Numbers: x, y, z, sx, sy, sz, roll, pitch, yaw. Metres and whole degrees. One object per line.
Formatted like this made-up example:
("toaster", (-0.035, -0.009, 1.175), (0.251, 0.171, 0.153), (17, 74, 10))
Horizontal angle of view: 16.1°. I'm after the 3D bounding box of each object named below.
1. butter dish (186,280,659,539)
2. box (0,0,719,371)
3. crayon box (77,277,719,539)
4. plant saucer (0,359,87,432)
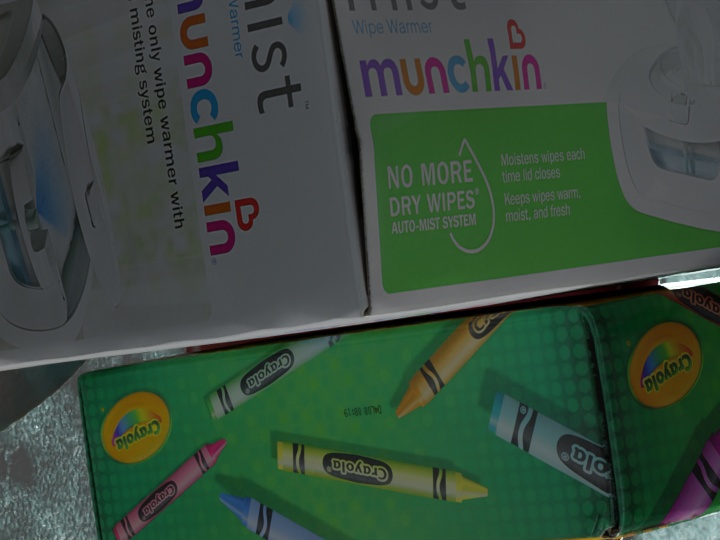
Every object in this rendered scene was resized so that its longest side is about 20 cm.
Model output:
("butter dish", (0.000, 0.000, 0.907), (0.147, 0.202, 0.199), (23, 159, -36))
("box", (-0.006, -0.034, 0.664), (0.176, 0.098, 0.199), (-8, 179, 39))
("crayon box", (0.029, 0.041, 0.709), (0.118, 0.059, 0.199), (-8, 179, -45))
("plant saucer", (-0.187, 0.008, 0.939), (0.199, 0.039, 0.202), (-9, -146, 7))
